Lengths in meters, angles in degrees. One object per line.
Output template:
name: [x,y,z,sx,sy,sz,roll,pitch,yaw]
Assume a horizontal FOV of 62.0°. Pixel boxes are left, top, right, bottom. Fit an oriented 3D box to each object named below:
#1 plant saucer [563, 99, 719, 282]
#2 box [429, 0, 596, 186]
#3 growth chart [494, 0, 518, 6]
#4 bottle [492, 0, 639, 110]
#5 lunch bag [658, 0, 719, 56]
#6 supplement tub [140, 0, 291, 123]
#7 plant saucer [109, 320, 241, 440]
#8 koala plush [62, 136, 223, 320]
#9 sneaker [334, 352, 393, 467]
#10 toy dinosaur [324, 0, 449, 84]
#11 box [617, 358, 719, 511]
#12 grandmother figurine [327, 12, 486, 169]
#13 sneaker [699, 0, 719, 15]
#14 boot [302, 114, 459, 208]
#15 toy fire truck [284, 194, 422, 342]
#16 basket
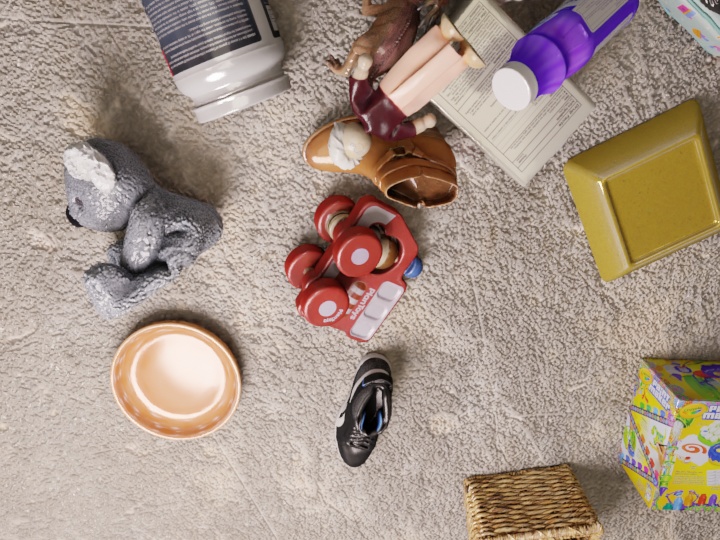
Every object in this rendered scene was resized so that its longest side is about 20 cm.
plant saucer: [0.409,-0.099,0.832,0.197,0.049,0.202,-25,109,8]
box: [0.166,-0.226,0.746,0.199,0.109,0.128,38,105,-14]
growth chart: [0.247,-0.334,0.672,0.197,0.144,0.018,-22,105,-15]
bottle: [0.216,-0.244,0.640,0.200,0.083,0.066,-43,101,-22]
lunch bag: [0.441,-0.374,0.714,0.199,0.077,0.161,37,106,-15]
supplement tub: [-0.171,-0.291,0.697,0.138,0.141,0.203,-18,110,5]
plant saucer: [-0.279,0.166,0.919,0.196,0.038,0.204,-1,110,-2]
koala plush: [-0.296,-0.082,0.766,0.182,0.177,0.202,-33,108,-2]
sneaker: [0.001,0.238,0.912,0.072,0.112,0.203,10,110,-4]
toy dinosaur: [0.039,-0.275,0.697,0.085,0.135,0.203,28,82,-36]
box: [0.535,0.253,0.926,0.196,0.122,0.196,3,111,-2]
grandmother figurine: [0.036,-0.191,0.672,0.121,0.061,0.199,40,115,-21]
sneaker: [0.434,-0.320,0.665,0.077,0.076,0.201,-43,108,-10]
boot: [0.023,-0.131,0.747,0.196,0.156,0.075,-7,128,1]
toy fire truck: [0.000,0.000,0.839,0.166,0.113,0.201,23,111,-35]
basket: [0.274,0.427,0.970,0.196,0.149,0.145,-8,111,1]
